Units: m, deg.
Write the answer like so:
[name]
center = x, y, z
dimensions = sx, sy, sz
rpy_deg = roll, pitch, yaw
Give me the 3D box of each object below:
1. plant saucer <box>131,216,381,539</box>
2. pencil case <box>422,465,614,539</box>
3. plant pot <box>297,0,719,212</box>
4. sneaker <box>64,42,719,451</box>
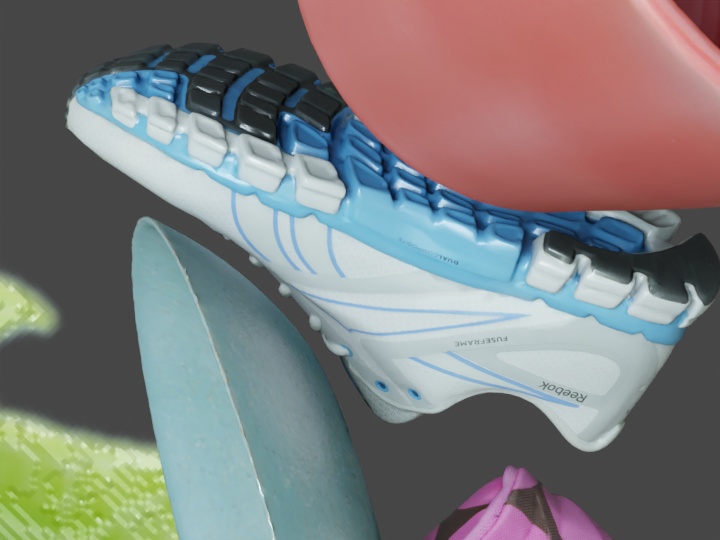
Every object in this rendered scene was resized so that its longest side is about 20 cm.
[plant saucer]
center = -0.023, 0.078, 0.859
dimensions = 0.039, 0.201, 0.202
rpy_deg = -14, 109, -10
[pencil case]
center = 0.088, 0.153, 0.915
dimensions = 0.200, 0.091, 0.094
rpy_deg = 43, 142, -5
[plant pot]
center = 0.082, -0.102, 0.748
dimensions = 0.201, 0.200, 0.177
rpy_deg = 49, 152, -9
[sneaker]
center = 0.000, 0.000, 0.881
dimensions = 0.199, 0.075, 0.087
rpy_deg = 23, 118, 2
